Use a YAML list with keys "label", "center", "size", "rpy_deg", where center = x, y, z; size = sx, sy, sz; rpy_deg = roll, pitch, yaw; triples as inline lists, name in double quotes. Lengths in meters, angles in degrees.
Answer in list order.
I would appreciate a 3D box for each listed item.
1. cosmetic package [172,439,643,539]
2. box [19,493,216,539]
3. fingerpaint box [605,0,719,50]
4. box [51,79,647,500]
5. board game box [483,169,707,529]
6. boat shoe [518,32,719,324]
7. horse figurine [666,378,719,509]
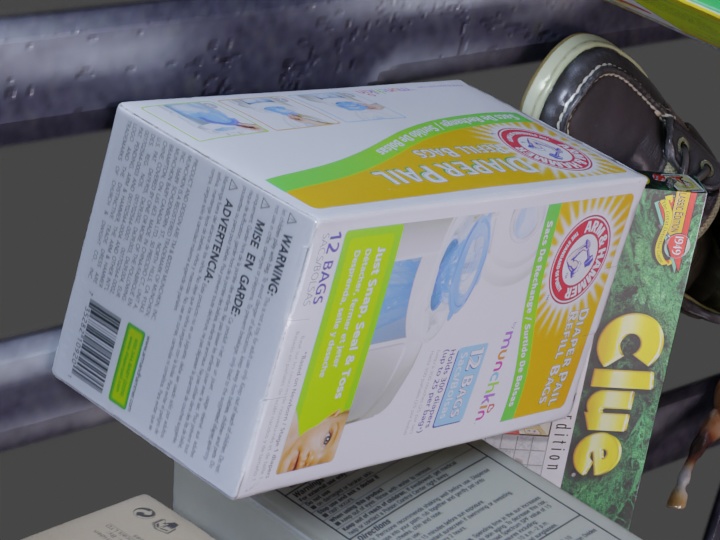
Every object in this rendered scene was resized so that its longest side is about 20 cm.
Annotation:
- label: "cosmetic package"
  center: [0.028, 0.127, 0.981]
  size: [0.103, 0.200, 0.087]
  rpy_deg: [-26, 135, -37]
- label: "box"
  center: [-0.132, 0.161, 0.908]
  size: [0.200, 0.078, 0.095]
  rpy_deg: [-15, 126, -46]
- label: "fingerpaint box"
  center: [0.135, -0.124, 0.929]
  size: [0.167, 0.200, 0.073]
  rpy_deg: [19, 99, -55]
- label: "box"
  center: [0.000, 0.000, 0.935]
  size: [0.200, 0.101, 0.113]
  rpy_deg: [-8, 121, -49]
- label: "board game box"
  center: [0.078, 0.051, 1.076]
  size: [0.105, 0.023, 0.200]
  rpy_deg: [3, 112, -17]
- label: "boat shoe"
  center: [0.132, -0.037, 1.110]
  size: [0.073, 0.065, 0.200]
  rpy_deg: [-54, 144, -5]
- label: "horse figurine"
  center: [0.224, 0.100, 1.335]
  size: [0.200, 0.050, 0.133]
  rpy_deg: [45, 60, -47]
